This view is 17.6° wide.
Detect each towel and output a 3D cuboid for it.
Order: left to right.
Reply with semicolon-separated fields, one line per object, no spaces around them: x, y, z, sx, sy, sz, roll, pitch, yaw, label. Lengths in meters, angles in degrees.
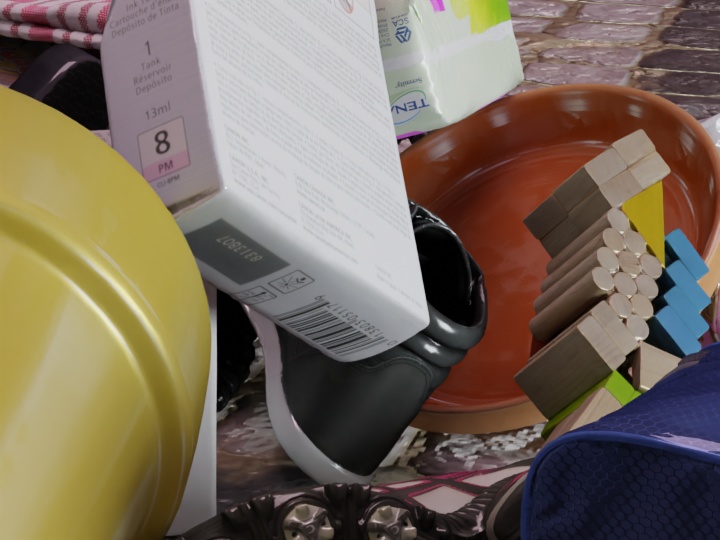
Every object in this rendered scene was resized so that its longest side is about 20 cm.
-0.130;-0.149;1.211;0.199;0.030;0.146;12;25;39;towel

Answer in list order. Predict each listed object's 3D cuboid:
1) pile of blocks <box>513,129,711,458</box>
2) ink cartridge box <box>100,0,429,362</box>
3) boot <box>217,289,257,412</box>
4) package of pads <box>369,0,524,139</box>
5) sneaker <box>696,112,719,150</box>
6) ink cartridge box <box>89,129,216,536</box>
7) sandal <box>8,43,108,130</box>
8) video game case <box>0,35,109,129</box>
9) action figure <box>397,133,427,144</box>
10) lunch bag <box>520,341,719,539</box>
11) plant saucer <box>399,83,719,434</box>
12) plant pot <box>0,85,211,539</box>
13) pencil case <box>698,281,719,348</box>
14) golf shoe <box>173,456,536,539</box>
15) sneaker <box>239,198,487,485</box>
0.101;0.038;0.949;0.082;0.062;0.201;26;50;-20;pile of blocks
-0.041;-0.082;0.876;0.057;0.201;0.162;-24;-28;20;ink cartridge box
-0.158;0.029;0.999;0.157;0.080;0.211;12;20;32;boot
-0.019;-0.087;1.068;0.154;0.069;0.200;-13;6;17;package of pads
0.155;-0.051;1.285;0.199;0.078;0.112;7;-7;-38;sneaker
-0.158;0.029;0.888;0.199;0.146;0.084;-5;19;-18;ink cartridge box
-0.196;-0.031;1.105;0.043;0.076;0.200;29;61;29;sandal
-0.139;-0.122;1.250;0.181;0.023;0.200;-5;28;-19;video game case
-0.038;-0.095;1.444;0.199;0.105;0.194;26;24;-5;action figure
0.160;0.100;0.697;0.199;0.137;0.132;12;21;28;lunch bag
0.075;-0.005;1.060;0.199;0.032;0.201;-17;43;16;plant saucer
-0.154;0.066;0.717;0.200;0.202;0.189;2;32;2;plant pot
0.118;-0.010;1.139;0.199;0.083;0.086;15;20;35;pencil case
0.014;0.108;0.806;0.199;0.078;0.088;-6;-3;-23;golf shoe
0.000;0.000;0.993;0.071;0.099;0.200;34;21;-31;sneaker
